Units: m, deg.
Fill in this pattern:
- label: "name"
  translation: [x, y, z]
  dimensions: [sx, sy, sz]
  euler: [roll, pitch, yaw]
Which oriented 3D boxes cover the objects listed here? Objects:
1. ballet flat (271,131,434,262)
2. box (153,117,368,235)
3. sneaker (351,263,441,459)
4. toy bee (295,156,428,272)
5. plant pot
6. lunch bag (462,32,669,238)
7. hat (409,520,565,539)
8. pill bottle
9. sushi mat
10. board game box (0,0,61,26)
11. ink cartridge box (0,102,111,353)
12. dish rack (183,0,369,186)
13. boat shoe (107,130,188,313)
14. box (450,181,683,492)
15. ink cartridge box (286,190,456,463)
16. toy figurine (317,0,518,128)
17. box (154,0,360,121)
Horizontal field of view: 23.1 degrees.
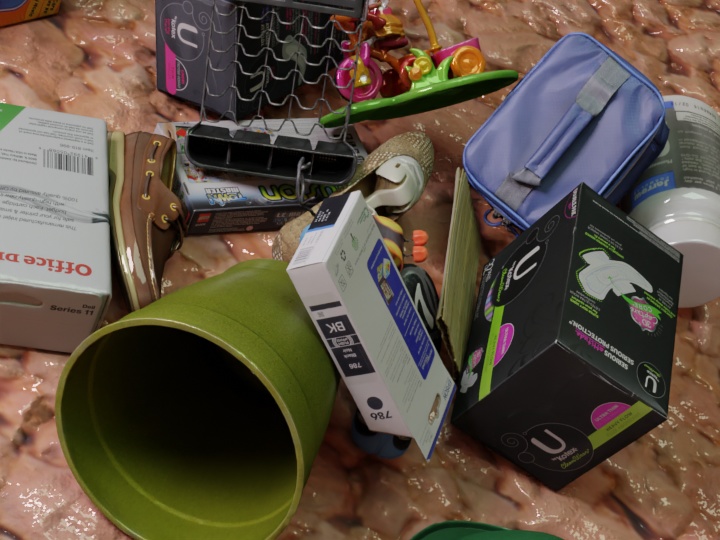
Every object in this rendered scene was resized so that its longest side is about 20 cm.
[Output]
- label: "ballet flat"
  translation: [0.009, -0.055, 1.573]
  dimensions: [0.200, 0.065, 0.071]
  euler: [-42, 117, -23]
- label: "box"
  translation: [-0.083, -0.089, 1.616]
  dimensions: [0.199, 0.035, 0.110]
  euler: [-4, 52, -29]
- label: "sneaker"
  translation: [0.041, 0.068, 1.496]
  dimensions: [0.071, 0.083, 0.200]
  euler: [21, 44, -8]
- label: "toy bee"
  translation: [0.000, 0.000, 1.446]
  dimensions: [0.108, 0.200, 0.131]
  euler: [4, 70, 1]
- label: "plant pot"
  translation: [-0.100, 0.086, 1.353]
  dimensions: [0.200, 0.201, 0.193]
  euler: [32, 32, 5]
- label: "lunch bag"
  translation: [0.188, -0.116, 1.652]
  dimensions: [0.136, 0.200, 0.132]
  euler: [40, 1, 15]
- label: "hat"
  translation: [0.144, 0.220, 1.337]
  dimensions: [0.199, 0.176, 0.166]
  euler: [18, 45, -10]
- label: "pill bottle"
  translation: [0.311, -0.067, 1.729]
  dimensions: [0.113, 0.114, 0.200]
  euler: [15, 45, -13]
- label: "sushi mat"
  translation: [0.089, 0.006, 1.578]
  dimensions: [0.012, 0.096, 0.200]
  euler: [-3, 43, 13]
- label: "board game box"
  translation: [-0.386, -0.351, 1.592]
  dimensions: [0.199, 0.200, 0.200]
  euler: [-20, 61, -38]
- label: "ink cartridge box"
  translation: [-0.283, -0.038, 1.437]
  dimensions: [0.146, 0.083, 0.200]
  euler: [9, 46, -19]
- label: "dish rack"
  translation: [-0.068, -0.183, 1.540]
  dimensions: [0.153, 0.201, 0.055]
  euler: [7, 20, -4]
- label: "boat shoe"
  translation: [-0.179, -0.045, 1.491]
  dimensions: [0.067, 0.072, 0.201]
  euler: [-7, 49, -5]
- label: "box"
  translation: [0.180, 0.057, 1.512]
  dimensions: [0.124, 0.149, 0.200]
  euler: [34, 42, -16]
- label: "ink cartridge box"
  translation: [0.011, 0.047, 1.366]
  dimensions: [0.200, 0.039, 0.100]
  euler: [63, 30, -26]
- label: "toy figurine"
  translation: [0.031, -0.243, 1.649]
  dimensions: [0.199, 0.150, 0.185]
  euler: [-14, 88, -19]
- label: "box"
  translation: [-0.093, -0.243, 1.673]
  dimensions: [0.106, 0.123, 0.200]
  euler: [24, 38, 29]
